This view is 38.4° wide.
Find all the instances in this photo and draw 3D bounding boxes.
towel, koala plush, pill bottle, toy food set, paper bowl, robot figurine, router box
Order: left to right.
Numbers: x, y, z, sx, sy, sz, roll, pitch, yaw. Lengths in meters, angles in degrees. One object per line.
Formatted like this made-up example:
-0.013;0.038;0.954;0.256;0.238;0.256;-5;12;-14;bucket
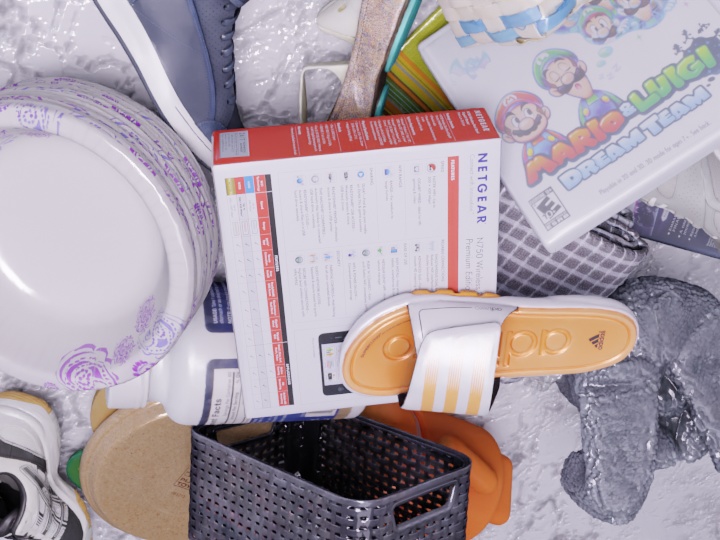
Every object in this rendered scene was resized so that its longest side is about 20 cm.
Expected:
-0.191;-0.029;0.689;0.199;0.104;0.202;5;116;10;paper bowl
-0.154;0.168;0.911;0.199;0.049;0.199;11;122;-25;toy food set
-0.097;0.064;0.810;0.199;0.111;0.112;0;126;-17;pill bottle
0.000;0.000;0.691;0.178;0.049;0.201;-5;123;-5;router box
0.051;0.180;0.940;0.199;0.144;0.117;22;100;-30;robot figurine
0.074;-0.155;0.759;0.200;0.018;0.086;-44;127;16;towel
0.090;-0.009;0.775;0.199;0.086;0.166;23;127;-22;towel
0.227;0.085;0.888;0.176;0.200;0.185;-15;98;-6;koala plush

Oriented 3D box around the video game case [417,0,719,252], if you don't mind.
0.162;-0.138;0.684;0.199;0.183;0.024;-33;155;9;video game case

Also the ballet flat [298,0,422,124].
-0.005;-0.144;0.711;0.067;0.068;0.201;18;112;0;ballet flat

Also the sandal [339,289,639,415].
0.089;0.056;0.673;0.205;0.059;0.080;-5;123;-5;sandal

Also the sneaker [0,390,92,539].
-0.284;0.198;0.856;0.075;0.088;0.201;3;125;16;sneaker

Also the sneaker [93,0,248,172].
-0.078;-0.162;0.668;0.145;0.077;0.203;-24;128;5;sneaker

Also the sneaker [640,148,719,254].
0.227;-0.065;0.739;0.092;0.076;0.201;-33;110;1;sneaker

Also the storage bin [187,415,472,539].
-0.027;0.176;0.793;0.135;0.199;0.094;-7;106;-46;storage bin

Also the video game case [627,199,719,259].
0.257;-0.093;0.837;0.199;0.019;0.144;13;103;-24;video game case

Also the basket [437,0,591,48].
0.089;-0.250;0.609;0.176;0.139;0.201;-38;108;-20;basket
